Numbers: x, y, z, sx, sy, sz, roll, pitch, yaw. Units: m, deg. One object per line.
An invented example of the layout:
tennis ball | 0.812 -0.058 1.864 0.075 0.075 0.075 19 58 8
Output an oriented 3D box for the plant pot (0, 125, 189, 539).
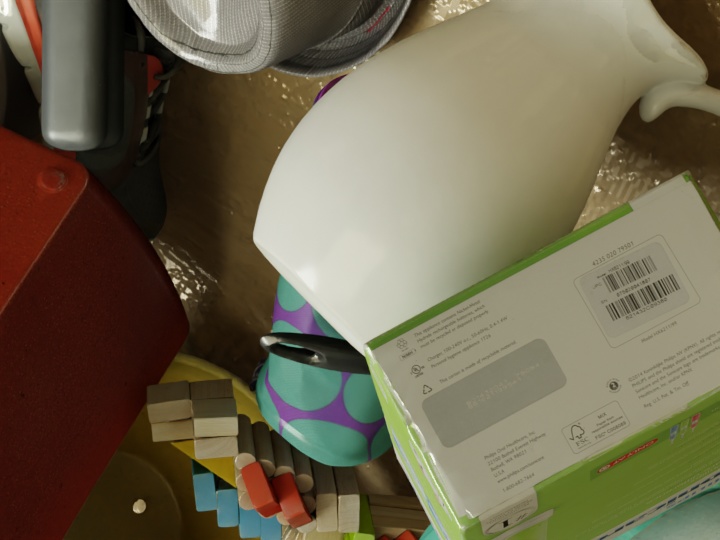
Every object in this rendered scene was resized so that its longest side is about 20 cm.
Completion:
plant pot | -0.218 0.019 1.040 0.199 0.200 0.177 24 151 11

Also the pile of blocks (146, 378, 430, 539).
pile of blocks | -0.035 0.132 1.102 0.199 0.062 0.082 31 106 -17

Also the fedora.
fedora | -0.058 -0.172 0.965 0.176 0.090 0.201 23 130 26

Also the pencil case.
pencil case | 0.000 0.000 1.034 0.085 0.093 0.201 16 130 2

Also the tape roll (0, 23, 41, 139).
tape roll | -0.251 -0.149 1.155 0.199 0.066 0.201 20 127 28

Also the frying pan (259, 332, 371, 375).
frying pan | 0.052 0.058 1.018 0.189 0.031 0.115 0 139 7

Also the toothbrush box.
toothbrush box | 0.089 0.058 0.863 0.086 0.145 0.200 61 177 19

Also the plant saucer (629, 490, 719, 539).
plant saucer | 0.191 0.199 0.953 0.202 0.200 0.039 61 178 -11

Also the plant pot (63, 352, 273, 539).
plant pot | -0.137 0.150 1.195 0.200 0.200 0.142 55 163 -5

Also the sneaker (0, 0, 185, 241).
sneaker | -0.125 -0.093 1.086 0.081 0.077 0.201 -10 132 10

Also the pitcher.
pitcher | 0.069 -0.038 0.890 0.172 0.200 0.121 46 176 -7

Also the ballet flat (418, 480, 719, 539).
ballet flat | 0.110 0.102 1.007 0.199 0.067 0.071 -11 115 23

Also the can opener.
can opener | -0.149 -0.159 1.002 0.066 0.053 0.201 2 95 11
